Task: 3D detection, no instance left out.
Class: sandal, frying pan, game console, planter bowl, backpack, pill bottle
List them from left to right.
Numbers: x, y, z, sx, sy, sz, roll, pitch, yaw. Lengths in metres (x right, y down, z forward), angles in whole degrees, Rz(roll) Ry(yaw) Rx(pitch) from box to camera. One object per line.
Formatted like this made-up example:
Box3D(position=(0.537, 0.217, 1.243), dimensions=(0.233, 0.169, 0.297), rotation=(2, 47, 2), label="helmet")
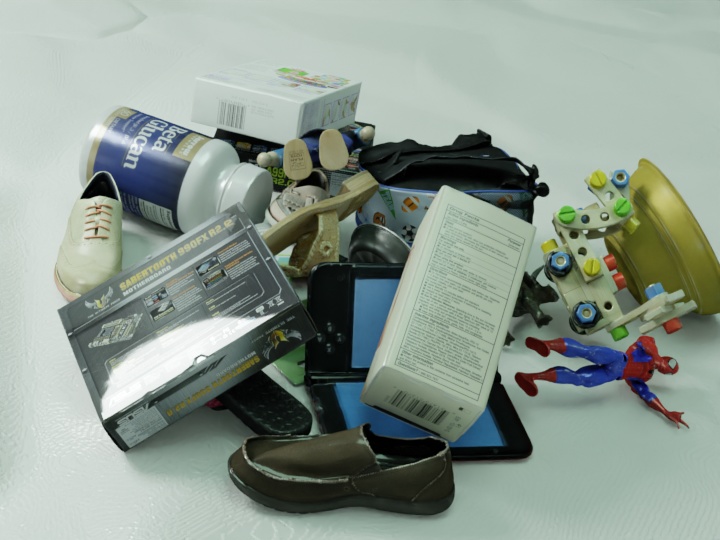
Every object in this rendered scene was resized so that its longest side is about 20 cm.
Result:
Box3D(position=(-0.202, -0.103, 1.478), dimensions=(0.198, 0.112, 0.111), rotation=(20, 30, 16), label="pill bottle")
Box3D(position=(-0.124, 0.104, 1.212), dimensions=(0.075, 0.045, 0.200), rotation=(-20, 47, -41), label="sandal")
Box3D(position=(-0.037, -0.027, 1.320), dimensions=(0.070, 0.078, 0.211), rotation=(47, 49, 8), label="sandal")
Box3D(position=(0.000, -0.012, 1.395), dimensions=(0.189, 0.116, 0.031), rotation=(30, 53, 32), label="frying pan")
Box3D(position=(0.056, 0.082, 1.243), dimensions=(0.198, 0.174, 0.119), rotation=(1, 4, -18), label="game console")
Box3D(position=(0.088, -0.075, 1.489), dimensions=(0.188, 0.156, 0.200), rotation=(5, 16, -15), label="backpack")
Box3D(position=(0.331, -0.019, 1.500), dimensions=(0.083, 0.201, 0.201), rotation=(-29, 34, 2), label="planter bowl")

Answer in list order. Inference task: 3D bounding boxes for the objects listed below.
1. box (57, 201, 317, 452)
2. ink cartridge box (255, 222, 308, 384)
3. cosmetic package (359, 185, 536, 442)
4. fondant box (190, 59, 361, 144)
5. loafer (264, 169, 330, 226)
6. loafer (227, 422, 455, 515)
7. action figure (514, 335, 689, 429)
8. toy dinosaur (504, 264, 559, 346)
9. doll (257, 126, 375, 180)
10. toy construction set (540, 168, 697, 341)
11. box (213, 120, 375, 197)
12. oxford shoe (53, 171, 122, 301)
Box3D(position=(-0.157, 0.046, 1.180), dimensions=(0.199, 0.049, 0.159), rotation=(-31, 45, -5), label="box")
Box3D(position=(-0.082, 0.028, 1.341), dimensions=(0.103, 0.060, 0.200), rotation=(-13, 38, -39), label="ink cartridge box")
Box3D(position=(0.081, 0.039, 1.212), dimensions=(0.103, 0.087, 0.201), rotation=(24, 59, -4), label="cosmetic package")
Box3D(position=(-0.100, -0.209, 1.636), dimensions=(0.143, 0.059, 0.200), rotation=(15, 20, 16), label="fondant box")
Box3D(position=(-0.062, -0.074, 1.464), dimensions=(0.071, 0.063, 0.200), rotation=(29, 8, -9), label="loafer")
Box3D(position=(-0.013, 0.157, 1.124), dimensions=(0.198, 0.072, 0.073), rotation=(4, 29, -13), label="loafer")
Box3D(position=(0.257, 0.106, 1.300), dimensions=(0.199, 0.066, 0.099), rotation=(0, 25, -37), label="action figure")
Box3D(position=(0.145, 0.010, 1.391), dimensions=(0.200, 0.077, 0.103), rotation=(41, 18, -45), label="toy dinosaur")
Box3D(position=(-0.049, -0.132, 1.470), dimensions=(0.135, 0.049, 0.200), rotation=(-14, 6, 5), label="doll")
Box3D(position=(0.266, -0.005, 1.404), dimensions=(0.130, 0.092, 0.201), rotation=(-24, 62, -1), label="toy construction set")
Box3D(position=(-0.084, -0.152, 1.675), dimensions=(0.198, 0.045, 0.161), rotation=(10, 29, -1), label="box")
Box3D(position=(-0.278, -0.035, 1.369), dimensions=(0.070, 0.074, 0.201), rotation=(3, 30, -13), label="oxford shoe")
